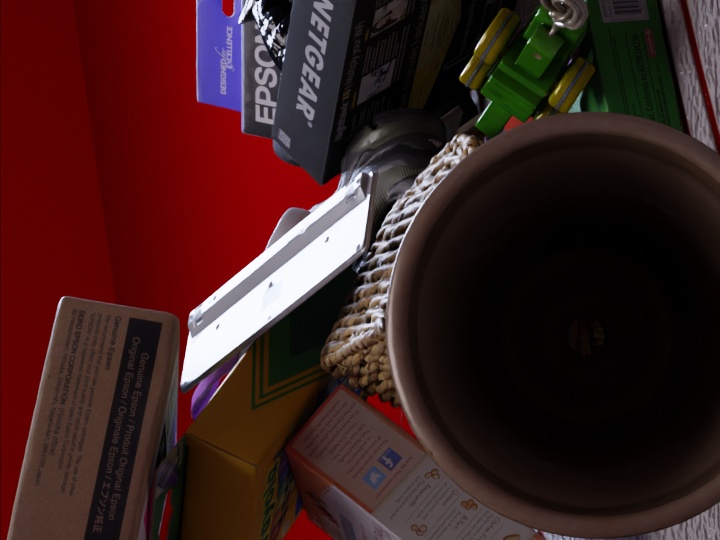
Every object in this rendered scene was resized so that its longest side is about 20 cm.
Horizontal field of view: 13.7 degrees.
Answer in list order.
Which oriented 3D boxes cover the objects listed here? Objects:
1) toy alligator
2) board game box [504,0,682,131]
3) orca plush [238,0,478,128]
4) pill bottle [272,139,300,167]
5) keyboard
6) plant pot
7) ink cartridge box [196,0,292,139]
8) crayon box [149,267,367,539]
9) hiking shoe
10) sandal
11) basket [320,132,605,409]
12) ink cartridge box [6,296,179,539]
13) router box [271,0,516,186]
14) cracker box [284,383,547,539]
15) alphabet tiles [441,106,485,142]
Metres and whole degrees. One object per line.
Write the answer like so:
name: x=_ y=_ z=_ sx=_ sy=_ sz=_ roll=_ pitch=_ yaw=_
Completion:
toy alligator: x=0.099 y=-0.122 z=1.573 sx=0.054 sy=0.059 sz=0.200 roll=-56 pitch=-1 yaw=-20
board game box: x=0.131 y=-0.060 z=1.664 sx=0.200 sy=0.040 sz=0.153 roll=114 pitch=149 yaw=-66
orca plush: x=-0.011 y=-0.149 z=1.997 sx=0.200 sy=0.105 sz=0.071 roll=49 pitch=-168 yaw=22
pill bottle: x=-0.021 y=-0.180 z=2.166 sx=0.112 sy=0.112 sz=0.201 roll=-118 pitch=26 yaw=-62
keyboard: x=-0.049 y=0.009 z=1.740 sx=0.200 sy=0.011 sz=0.056 roll=-38 pitch=40 yaw=45
plant pot: x=0.112 y=0.029 z=1.476 sx=0.175 sy=0.200 sz=0.201 roll=63 pitch=-158 yaw=-87
ink cartridge box: x=-0.036 y=-0.184 z=2.079 sx=0.043 sy=0.200 sz=0.199 roll=-39 pitch=-44 yaw=-55
crayon box: x=-0.055 y=0.103 z=1.777 sx=0.200 sy=0.051 sz=0.126 roll=-53 pitch=-19 yaw=-40
hiking shoe: x=0.000 y=0.000 z=1.841 sx=0.200 sy=0.076 sz=0.101 roll=-63 pitch=30 yaw=29
sandal: x=-0.074 y=0.049 z=1.835 sx=0.082 sy=0.050 sz=0.203 roll=-38 pitch=-30 yaw=-69
basket: x=0.083 y=0.017 z=1.672 sx=0.143 sy=0.149 sz=0.200 roll=-64 pitch=6 yaw=-13
ink cartridge box: x=-0.155 y=0.132 z=1.763 sx=0.200 sy=0.075 sz=0.165 roll=98 pitch=180 yaw=-66
router box: x=0.029 y=-0.162 z=1.827 sx=0.052 sy=0.157 sz=0.200 roll=45 pitch=150 yaw=21
cracker box: x=0.053 y=0.164 z=1.746 sx=0.200 sy=0.058 sz=0.134 roll=36 pitch=165 yaw=18
alphabet tiles: x=0.014 y=-0.029 z=1.976 sx=0.006 sy=0.166 sz=0.200 roll=47 pitch=154 yaw=17
